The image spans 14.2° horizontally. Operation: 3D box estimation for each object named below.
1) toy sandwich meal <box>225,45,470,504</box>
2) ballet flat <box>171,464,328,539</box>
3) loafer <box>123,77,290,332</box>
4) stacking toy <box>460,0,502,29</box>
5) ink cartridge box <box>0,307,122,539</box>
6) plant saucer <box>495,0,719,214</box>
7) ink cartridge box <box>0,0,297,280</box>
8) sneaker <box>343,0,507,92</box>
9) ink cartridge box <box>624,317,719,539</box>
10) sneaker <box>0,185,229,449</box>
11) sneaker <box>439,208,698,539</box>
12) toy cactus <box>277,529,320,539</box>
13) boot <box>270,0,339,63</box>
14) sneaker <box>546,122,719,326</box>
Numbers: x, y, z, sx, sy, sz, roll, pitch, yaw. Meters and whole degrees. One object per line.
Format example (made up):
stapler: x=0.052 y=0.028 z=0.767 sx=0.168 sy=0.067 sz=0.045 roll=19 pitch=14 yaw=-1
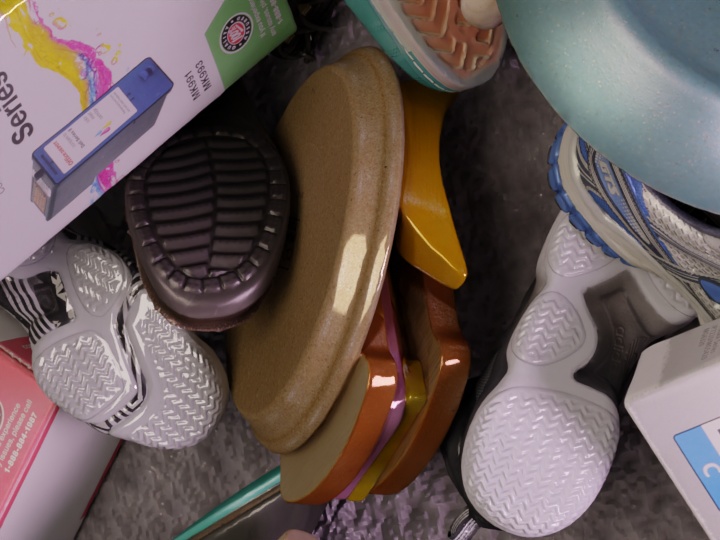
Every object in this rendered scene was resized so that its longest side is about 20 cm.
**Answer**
toy sandwich meal: x=0.000 y=0.000 z=1.285 sx=0.205 sy=0.070 sz=0.205 roll=-167 pitch=90 yaw=-72
ballet flat: x=-0.081 y=0.149 z=1.359 sx=0.200 sy=0.068 sz=0.068 roll=-27 pitch=92 yaw=22
loafer: x=-0.072 y=-0.036 z=1.317 sx=0.073 sy=0.200 sz=0.071 roll=-4 pitch=130 yaw=-5
stacking toy: x=0.145 y=-0.095 z=1.206 sx=0.200 sy=0.085 sz=0.085 roll=30 pitch=105 yaw=0
ink cartridge box: x=-0.226 y=0.066 z=1.425 sx=0.200 sy=0.083 sz=0.147 roll=34 pitch=106 yaw=23
plant saucer: x=0.150 y=-0.114 z=1.152 sx=0.200 sy=0.200 sz=0.036 roll=59 pitch=148 yaw=15
ink cartridge box: x=-0.138 y=-0.103 z=1.231 sx=0.200 sy=0.145 sz=0.088 roll=-40 pitch=58 yaw=-13
sneaker: x=-0.010 y=-0.161 z=1.258 sx=0.080 sy=0.071 sz=0.200 roll=-25 pitch=98 yaw=55
ink cartridge box: x=0.230 y=0.088 z=1.150 sx=0.176 sy=0.045 sz=0.200 roll=-26 pitch=109 yaw=27
sneaker: x=-0.127 y=0.005 z=1.359 sx=0.200 sy=0.115 sz=0.075 roll=37 pitch=107 yaw=14
sneaker: x=0.090 y=0.031 z=1.256 sx=0.075 sy=0.114 sz=0.200 roll=32 pitch=70 yaw=-5
toy cactus: x=-0.063 y=0.185 z=1.301 sx=0.200 sy=0.102 sz=0.165 roll=30 pitch=109 yaw=-17
boot: x=0.008 y=-0.168 z=1.316 sx=0.200 sy=0.069 sz=0.174 roll=41 pitch=115 yaw=23
sneaker: x=0.167 y=-0.004 z=1.177 sx=0.200 sy=0.085 sz=0.077 roll=36 pitch=66 yaw=-1
